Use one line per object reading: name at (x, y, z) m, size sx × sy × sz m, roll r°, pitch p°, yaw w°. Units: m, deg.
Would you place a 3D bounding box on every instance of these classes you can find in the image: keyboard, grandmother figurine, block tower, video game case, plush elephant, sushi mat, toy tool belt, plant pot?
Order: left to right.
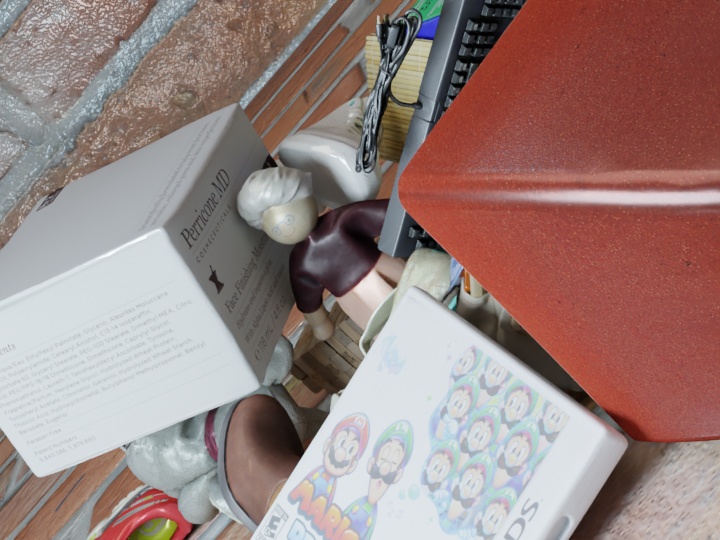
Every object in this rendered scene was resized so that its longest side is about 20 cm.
plush elephant at (-0.096, 0.118, 1.258) m, size 0.153 × 0.167 × 0.200 m, roll 1°, pitch 0°, yaw 23°
grandmother figurine at (0.000, 0.000, 1.116) m, size 0.121 × 0.200 × 0.061 m, roll -47°, pitch 14°, yaw 12°
block tower at (0.026, 0.029, 1.270) m, size 0.200 × 0.054 × 0.058 m, roll -38°, pitch 19°, yaw 40°
video game case at (0.032, 0.122, 0.876) m, size 0.183 × 0.024 × 0.200 m, roll -58°, pitch 35°, yaw 3°
sushi mat at (0.048, -0.118, 1.176) m, size 0.012 × 0.097 × 0.200 m, roll -12°, pitch 14°, yaw -20°
keyboard at (0.050, -0.101, 1.034) m, size 0.021 × 0.126 × 0.202 m, roll 37°, pitch 120°, yaw 47°
toy tool belt at (0.106, -0.025, 0.984) m, size 0.124 × 0.124 × 0.201 m, roll -10°, pitch 33°, yaw 25°
plant pot at (0.174, -0.046, 0.731) m, size 0.201 × 0.200 × 0.176 m, roll -54°, pitch 25°, yaw -15°

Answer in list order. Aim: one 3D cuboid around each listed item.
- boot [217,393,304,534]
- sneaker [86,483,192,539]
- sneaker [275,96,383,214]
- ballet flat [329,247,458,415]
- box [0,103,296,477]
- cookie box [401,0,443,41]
boot at (-0.001, 0.111, 0.973) m, size 0.200 × 0.068 × 0.190 m, roll -45°, pitch 40°, yaw 33°
sneaker at (-0.217, 0.264, 1.392) m, size 0.201 × 0.077 × 0.085 m, roll -52°, pitch 19°, yaw -6°
sneaker at (-0.011, -0.093, 1.203) m, size 0.089 × 0.075 × 0.200 m, roll -45°, pitch 11°, yaw -7°
ballet flat at (0.017, 0.078, 1.070) m, size 0.062 × 0.067 × 0.201 m, roll 33°, pitch 98°, yaw 33°
box at (-0.155, 0.011, 1.153) m, size 0.198 × 0.131 × 0.200 m, roll -23°, pitch 23°, yaw 24°
cookie box at (0.125, -0.146, 1.171) m, size 0.075 × 0.171 × 0.200 m, roll -49°, pitch 13°, yaw -10°
